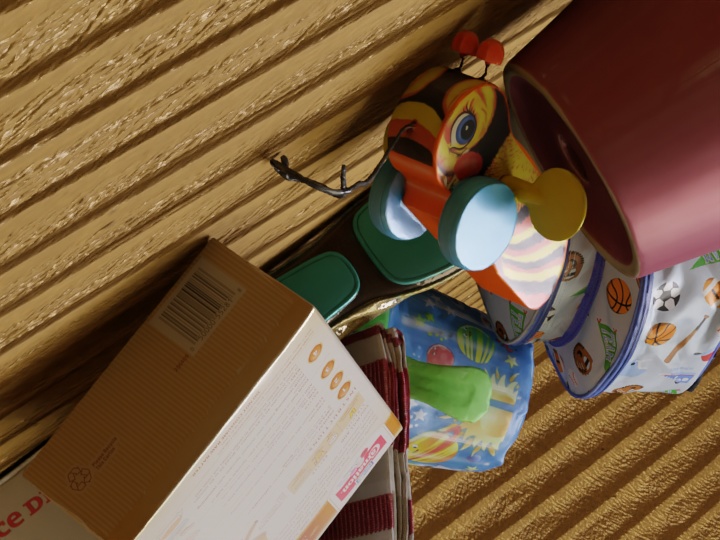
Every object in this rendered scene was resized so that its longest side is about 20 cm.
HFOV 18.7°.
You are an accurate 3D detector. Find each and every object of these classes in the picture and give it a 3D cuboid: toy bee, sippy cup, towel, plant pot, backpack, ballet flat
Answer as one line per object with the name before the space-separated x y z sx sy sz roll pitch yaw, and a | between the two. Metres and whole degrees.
toy bee | 0.056 -0.056 1.085 0.109 0.131 0.200 -63 161 -1
sippy cup | 0.038 0.069 1.417 0.178 0.130 0.140 -92 -158 -54
towel | -0.013 0.143 1.314 0.023 0.201 0.144 6 164 -32
plant pot | 0.180 -0.095 1.107 0.179 0.200 0.200 -32 172 -6
backpack | 0.158 -0.018 1.373 0.154 0.191 0.200 -10 141 -20
ballet flat | 0.000 0.000 1.294 0.200 0.071 0.071 -32 171 -11

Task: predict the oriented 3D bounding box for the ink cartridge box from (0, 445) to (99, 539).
ink cartridge box | -0.149 0.206 1.278 0.147 0.200 0.086 -36 173 -15

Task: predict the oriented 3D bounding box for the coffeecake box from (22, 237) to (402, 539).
coffeecake box | -0.070 0.095 1.156 0.154 0.073 0.200 -52 156 -9
